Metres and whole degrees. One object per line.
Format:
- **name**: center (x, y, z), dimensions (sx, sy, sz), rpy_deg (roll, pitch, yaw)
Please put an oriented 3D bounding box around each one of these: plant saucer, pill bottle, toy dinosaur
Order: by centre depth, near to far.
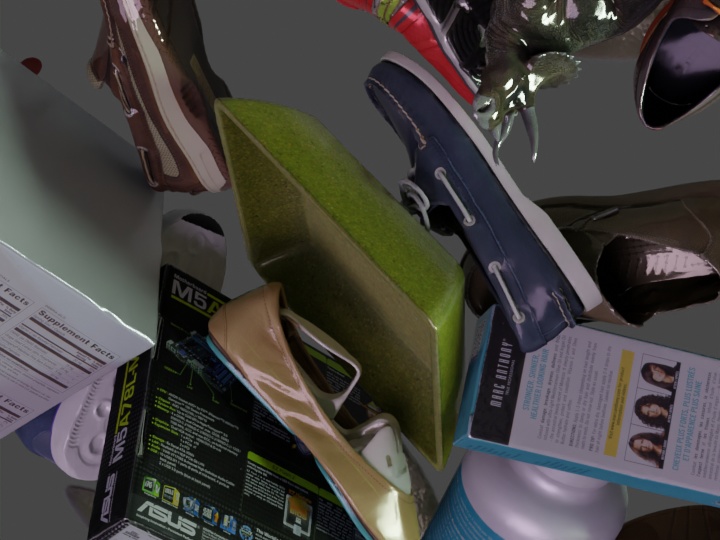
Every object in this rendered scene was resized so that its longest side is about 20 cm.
- **toy dinosaur**: center (0.121, -0.159, 0.982), dimensions (0.200, 0.077, 0.102), rpy_deg (-38, 117, -3)
- **plant saucer**: center (0.000, 0.000, 1.093), dimensions (0.200, 0.048, 0.200), rpy_deg (46, 163, 24)
- **pill bottle**: center (0.104, 0.169, 1.192), dimensions (0.111, 0.111, 0.200), rpy_deg (27, 129, 5)

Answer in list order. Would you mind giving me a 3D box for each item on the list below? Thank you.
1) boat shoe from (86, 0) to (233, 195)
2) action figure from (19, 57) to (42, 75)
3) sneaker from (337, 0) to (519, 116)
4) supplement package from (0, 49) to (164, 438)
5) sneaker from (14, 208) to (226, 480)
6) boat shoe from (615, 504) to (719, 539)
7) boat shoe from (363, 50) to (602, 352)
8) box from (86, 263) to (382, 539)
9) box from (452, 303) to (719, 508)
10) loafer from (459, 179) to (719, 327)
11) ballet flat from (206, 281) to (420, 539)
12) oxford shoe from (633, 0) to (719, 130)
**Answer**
- **boat shoe**: center (-0.136, -0.131, 1.113), dimensions (0.075, 0.075, 0.203), rpy_deg (-10, 118, 19)
- **action figure**: center (-0.251, -0.072, 1.225), dimensions (0.065, 0.052, 0.200), rpy_deg (31, 134, 9)
- **sneaker**: center (0.024, -0.166, 1.038), dimensions (0.200, 0.077, 0.085), rpy_deg (49, 148, -11)
- **supplement package**: center (-0.246, -0.002, 1.145), dimensions (0.200, 0.152, 0.151), rpy_deg (-31, 131, 28)
- **sneaker**: center (-0.181, 0.033, 1.248), dimensions (0.080, 0.146, 0.201), rpy_deg (24, 94, -37)
- **boat shoe**: center (0.254, 0.197, 1.169), dimensions (0.199, 0.073, 0.063), rpy_deg (0, 141, 22)
- **boat shoe**: center (0.058, -0.040, 1.056), dimensions (0.062, 0.075, 0.200), rpy_deg (-37, 75, -3)
- **box**: center (-0.067, 0.120, 1.145), dimensions (0.200, 0.194, 0.047), rpy_deg (31, 131, -29)
- **box**: center (0.161, 0.086, 1.089), dimensions (0.199, 0.083, 0.049), rpy_deg (14, 166, -5)
- **loafer**: center (0.141, -0.004, 1.085), dimensions (0.199, 0.067, 0.076), rpy_deg (-17, 114, 32)
- **ballet flat**: center (-0.013, 0.093, 1.122), dimensions (0.063, 0.069, 0.200), rpy_deg (-39, 95, 8)
- **oxford shoe**: center (0.207, -0.151, 0.952), dimensions (0.071, 0.073, 0.200), rpy_deg (30, 129, 2)
